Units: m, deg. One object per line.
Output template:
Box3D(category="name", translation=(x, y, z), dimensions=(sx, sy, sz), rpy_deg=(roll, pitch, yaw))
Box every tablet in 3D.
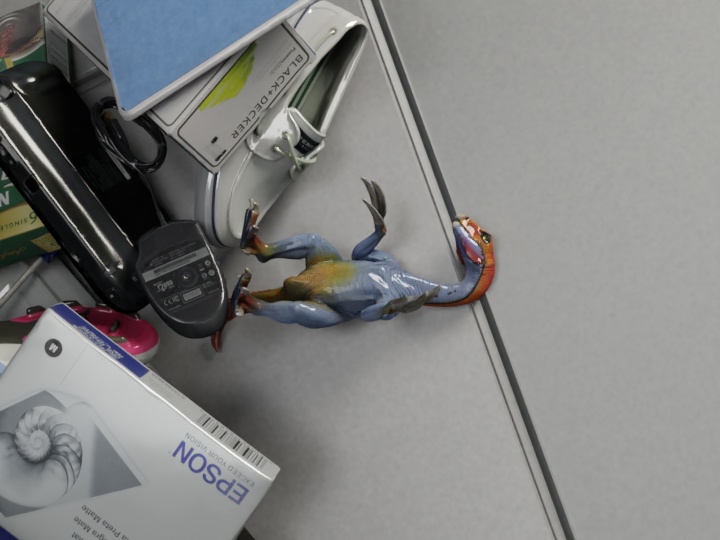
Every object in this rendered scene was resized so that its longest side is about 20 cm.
Box3D(category="tablet", translation=(-0.095, -0.198, 0.816), dimensions=(0.198, 0.014, 0.131), rpy_deg=(-30, 56, 13))

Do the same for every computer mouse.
Box3D(category="computer mouse", translation=(-0.148, -0.039, 0.865), dimensions=(0.058, 0.034, 0.202), rpy_deg=(-20, 72, -12))

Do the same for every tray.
Box3D(category="tray", translation=(-0.247, 0.059, 0.925), dimensions=(0.107, 0.022, 0.200), rpy_deg=(-46, 66, 0))

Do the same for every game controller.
Box3D(category="game controller", translation=(-0.206, -0.065, 0.881), dimensions=(0.042, 0.104, 0.201), rpy_deg=(-32, 97, 25))

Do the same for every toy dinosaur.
Box3D(category="toy dinosaur", translation=(0.000, 0.000, 0.866), dimensions=(0.179, 0.200, 0.107), rpy_deg=(11, 69, -16))

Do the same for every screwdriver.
Box3D(category="screwdriver", translation=(-0.256, 0.004, 0.919), dimensions=(0.029, 0.028, 0.201), rpy_deg=(19, 66, 47))

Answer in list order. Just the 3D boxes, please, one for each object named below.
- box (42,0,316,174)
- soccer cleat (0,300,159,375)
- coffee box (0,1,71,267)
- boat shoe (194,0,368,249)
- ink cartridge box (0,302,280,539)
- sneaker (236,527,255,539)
Box3D(category="box", translation=(-0.137, -0.175, 0.873), dimensions=(0.117, 0.060, 0.200), rpy_deg=(-47, 54, 1))
Box3D(category="soccer cleat", translation=(-0.243, 0.074, 0.879), dimensions=(0.196, 0.070, 0.088), rpy_deg=(-1, 115, 2))
Box3D(category="coffee box", translation=(-0.285, -0.102, 0.936), dimensions=(0.121, 0.044, 0.203), rpy_deg=(-15, 67, 14))
Box3D(category="boat shoe", translation=(-0.058, -0.106, 0.872), dimensions=(0.066, 0.073, 0.203), rpy_deg=(22, 91, 35))
Box3D(category="ink cartridge box", translation=(-0.189, 0.161, 0.820), dimensions=(0.198, 0.041, 0.201), rpy_deg=(35, 98, 1))
Box3D(category="sneaker", translation=(-0.126, 0.227, 0.873), dimensions=(0.201, 0.067, 0.108), rpy_deg=(44, 95, 12))
